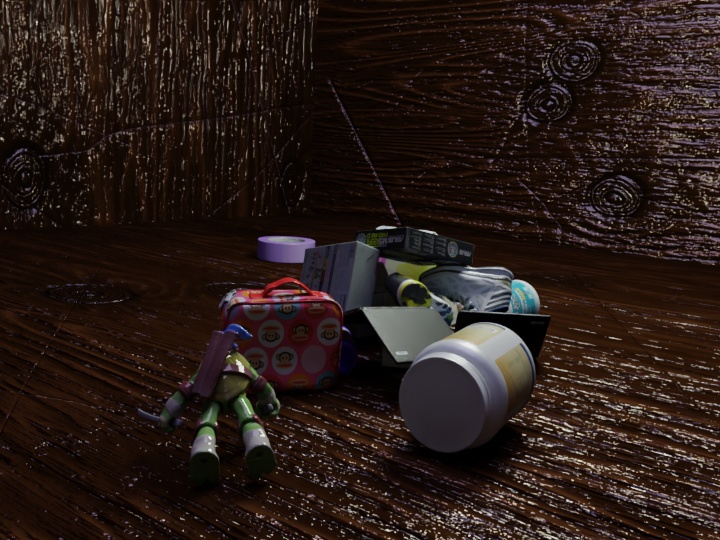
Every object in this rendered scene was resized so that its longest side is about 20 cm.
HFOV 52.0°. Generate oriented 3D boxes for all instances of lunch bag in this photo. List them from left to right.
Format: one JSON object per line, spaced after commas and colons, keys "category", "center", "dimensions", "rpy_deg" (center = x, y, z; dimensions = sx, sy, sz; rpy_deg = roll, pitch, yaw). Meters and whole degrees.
{"category": "lunch bag", "center": [-0.127, 0.100, 1.173], "dimensions": [0.196, 0.180, 0.082], "rpy_deg": [1, 13, -19]}

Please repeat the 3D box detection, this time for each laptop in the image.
{"category": "laptop", "center": [0.053, 0.117, 1.263], "dimensions": [0.175, 0.106, 0.198], "rpy_deg": [3, -15, -40]}
{"category": "laptop", "center": [0.262, 0.113, 1.453], "dimensions": [0.173, 0.106, 0.200], "rpy_deg": [4, 9, 1]}

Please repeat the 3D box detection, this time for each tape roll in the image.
{"category": "tape roll", "center": [-0.254, -0.073, 2.528], "dimensions": [0.196, 0.067, 0.200], "rpy_deg": [4, 9, -1]}

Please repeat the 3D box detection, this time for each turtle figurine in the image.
{"category": "turtle figurine", "center": [-0.172, 0.192, 0.927], "dimensions": [0.143, 0.201, 0.195], "rpy_deg": [29, 20, -30]}

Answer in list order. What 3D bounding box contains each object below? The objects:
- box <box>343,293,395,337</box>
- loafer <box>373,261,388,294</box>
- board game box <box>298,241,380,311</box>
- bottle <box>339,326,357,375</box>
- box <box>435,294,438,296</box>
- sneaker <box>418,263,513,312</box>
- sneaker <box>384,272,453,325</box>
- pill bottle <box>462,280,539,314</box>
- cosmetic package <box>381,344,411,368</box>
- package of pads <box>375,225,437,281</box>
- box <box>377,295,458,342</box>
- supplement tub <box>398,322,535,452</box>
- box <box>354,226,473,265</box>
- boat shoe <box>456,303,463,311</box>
{"category": "box", "center": [0.007, 0.071, 1.643], "dimensions": [0.198, 0.099, 0.174], "rpy_deg": [-5, 12, -44]}
{"category": "loafer", "center": [0.000, 0.000, 1.553], "dimensions": [0.075, 0.070, 0.199], "rpy_deg": [-3, 11, -35]}
{"category": "board game box", "center": [-0.051, 0.028, 1.491], "dimensions": [0.063, 0.151, 0.198], "rpy_deg": [17, -12, -34]}
{"category": "bottle", "center": [-0.055, 0.133, 1.345], "dimensions": [0.082, 0.067, 0.200], "rpy_deg": [5, 9, -9]}
{"category": "box", "center": [0.136, 0.051, 1.907], "dimensions": [0.197, 0.066, 0.070], "rpy_deg": [-3, 11, -36]}
{"category": "sneaker", "center": [0.209, 0.054, 1.499], "dimensions": [0.196, 0.117, 0.076], "rpy_deg": [-1, -31, 19]}
{"category": "sneaker", "center": [0.116, 0.062, 1.441], "dimensions": [0.084, 0.075, 0.200], "rpy_deg": [41, -5, 43]}
{"category": "pill bottle", "center": [0.302, 0.086, 1.611], "dimensions": [0.109, 0.113, 0.198], "rpy_deg": [10, 13, 39]}
{"category": "cosmetic package", "center": [0.139, 0.148, 1.357], "dimensions": [0.196, 0.052, 0.083], "rpy_deg": [4, 12, 4]}
{"category": "package of pads", "center": [0.105, 0.001, 1.773], "dimensions": [0.151, 0.205, 0.068], "rpy_deg": [7, 5, 19]}
{"category": "box", "center": [0.119, 0.098, 1.548], "dimensions": [0.081, 0.070, 0.198], "rpy_deg": [-16, -6, 39]}
{"category": "supplement tub", "center": [0.148, 0.158, 1.014], "dimensions": [0.142, 0.148, 0.199], "rpy_deg": [8, 10, 29]}
{"category": "box", "center": [0.109, -0.046, 1.509], "dimensions": [0.198, 0.045, 0.159], "rpy_deg": [11, -7, -40]}
{"category": "boat shoe", "center": [0.298, 0.091, 1.744], "dimensions": [0.198, 0.076, 0.075], "rpy_deg": [-7, 26, -20]}
